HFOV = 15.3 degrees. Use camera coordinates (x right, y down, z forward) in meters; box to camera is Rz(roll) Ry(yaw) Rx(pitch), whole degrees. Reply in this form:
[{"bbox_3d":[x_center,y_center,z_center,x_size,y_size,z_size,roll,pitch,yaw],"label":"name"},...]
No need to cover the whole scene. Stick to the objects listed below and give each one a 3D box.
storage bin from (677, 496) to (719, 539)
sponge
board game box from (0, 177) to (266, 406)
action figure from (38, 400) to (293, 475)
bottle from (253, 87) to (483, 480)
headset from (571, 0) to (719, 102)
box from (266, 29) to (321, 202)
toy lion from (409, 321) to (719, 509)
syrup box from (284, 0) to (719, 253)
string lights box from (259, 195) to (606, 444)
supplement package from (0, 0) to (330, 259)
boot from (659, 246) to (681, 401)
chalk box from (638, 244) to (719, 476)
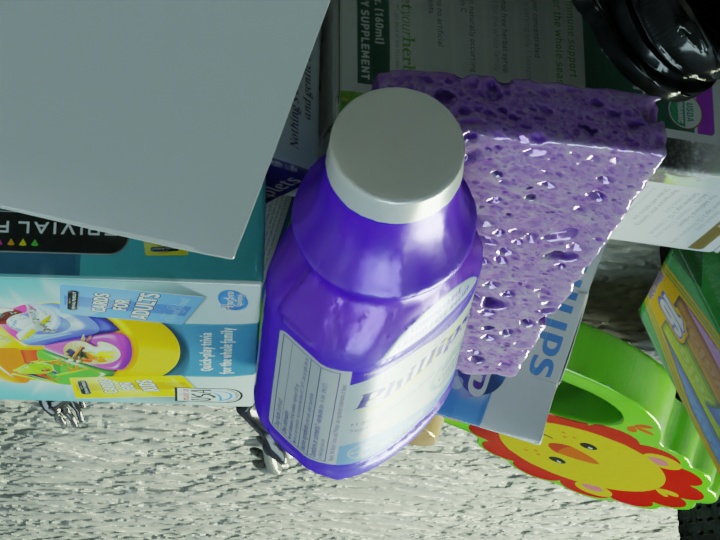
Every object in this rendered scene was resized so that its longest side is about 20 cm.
[{"bbox_3d":[0.287,0.123,1.505,0.200,0.094,0.135,1,170,-30],"label":"storage bin"},{"bbox_3d":[0.037,-0.014,1.074,0.111,0.030,0.200,5,152,-13],"label":"sponge"},{"bbox_3d":[-0.139,0.008,1.054,0.200,0.047,0.151,1,159,-3],"label":"board game box"},{"bbox_3d":[-0.058,0.030,1.315,0.200,0.119,0.102,-2,154,26],"label":"action figure"},{"bbox_3d":[0.005,0.005,0.992,0.084,0.065,0.200,-40,162,-24],"label":"bottle"},{"bbox_3d":[0.149,-0.094,1.006,0.123,0.094,0.200,-12,143,24],"label":"headset"},{"bbox_3d":[-0.146,-0.078,1.040,0.200,0.105,0.184,17,153,-36],"label":"box"},{"bbox_3d":[0.106,0.071,1.392,0.191,0.069,0.200,22,162,-5],"label":"toy lion"},{"bbox_3d":[0.072,-0.067,1.100,0.200,0.079,0.081,7,157,-16],"label":"syrup box"},{"bbox_3d":[0.000,0.000,1.193,0.200,0.103,0.059,18,-178,-21],"label":"string lights box"},{"bbox_3d":[-0.118,-0.110,0.843,0.200,0.156,0.111,13,-164,-30],"label":"supplement package"},{"bbox_3d":[0.243,0.020,1.365,0.174,0.069,0.200,-7,162,4],"label":"boot"},{"bbox_3d":[0.227,0.065,1.193,0.124,0.200,0.124,-25,166,-9],"label":"chalk box"}]
